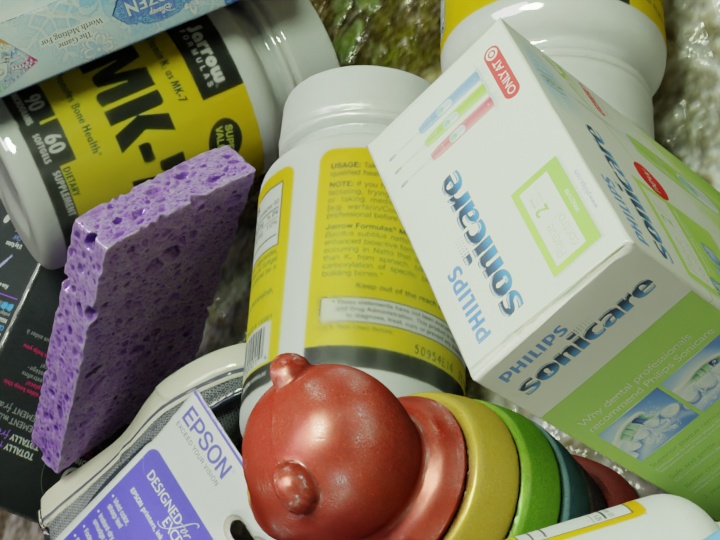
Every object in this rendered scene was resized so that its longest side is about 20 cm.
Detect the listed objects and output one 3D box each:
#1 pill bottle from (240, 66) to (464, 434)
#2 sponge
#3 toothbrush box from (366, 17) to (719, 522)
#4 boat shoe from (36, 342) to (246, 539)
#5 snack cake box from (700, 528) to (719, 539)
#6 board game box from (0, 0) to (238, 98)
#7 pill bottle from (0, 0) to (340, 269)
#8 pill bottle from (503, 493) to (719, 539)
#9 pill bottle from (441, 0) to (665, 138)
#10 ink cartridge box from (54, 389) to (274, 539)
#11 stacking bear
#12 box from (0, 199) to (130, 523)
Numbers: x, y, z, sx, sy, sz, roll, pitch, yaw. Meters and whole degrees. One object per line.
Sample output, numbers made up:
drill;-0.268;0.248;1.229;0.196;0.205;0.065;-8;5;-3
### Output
pill bottle;0.000;0.000;0.920;0.114;0.114;0.201;-21;53;38
sponge;-0.128;0.024;0.996;0.030;0.111;0.200;41;138;20
toothbrush box;0.114;0.007;0.737;0.086;0.200;0.146;-43;41;20
boat shoe;-0.106;0.132;1.010;0.200;0.075;0.093;-42;52;28
snack cake box;0.146;0.172;0.601;0.115;0.200;0.067;-37;44;26
board game box;-0.169;-0.163;1.009;0.198;0.044;0.200;-24;24;-12
pill bottle;-0.117;-0.091;1.010;0.199;0.115;0.114;-26;37;-16
pill bottle;0.091;0.152;0.691;0.199;0.104;0.104;-16;47;-4
pill bottle;0.099;-0.141;0.899;0.114;0.114;0.201;-24;52;36
ink cartridge box;-0.092;0.202;0.923;0.200;0.043;0.198;-47;59;17
stacking bear;0.028;0.103;0.769;0.113;0.200;0.122;-25;51;36
box;-0.202;0.052;1.110;0.106;0.122;0.201;13;76;50
